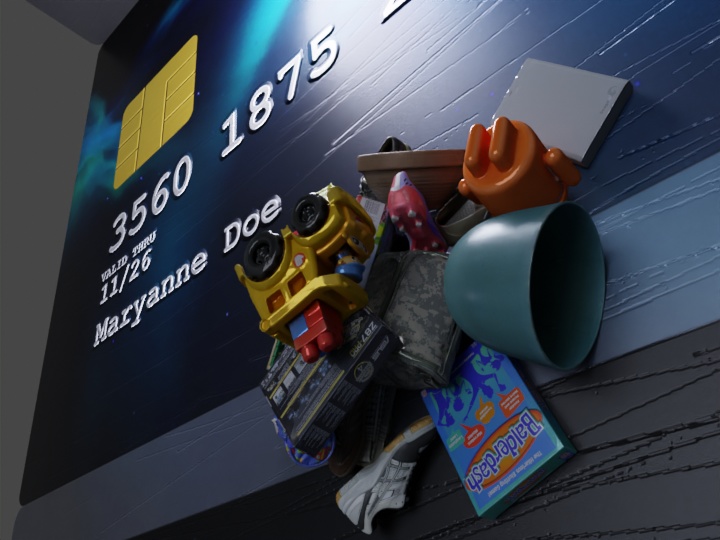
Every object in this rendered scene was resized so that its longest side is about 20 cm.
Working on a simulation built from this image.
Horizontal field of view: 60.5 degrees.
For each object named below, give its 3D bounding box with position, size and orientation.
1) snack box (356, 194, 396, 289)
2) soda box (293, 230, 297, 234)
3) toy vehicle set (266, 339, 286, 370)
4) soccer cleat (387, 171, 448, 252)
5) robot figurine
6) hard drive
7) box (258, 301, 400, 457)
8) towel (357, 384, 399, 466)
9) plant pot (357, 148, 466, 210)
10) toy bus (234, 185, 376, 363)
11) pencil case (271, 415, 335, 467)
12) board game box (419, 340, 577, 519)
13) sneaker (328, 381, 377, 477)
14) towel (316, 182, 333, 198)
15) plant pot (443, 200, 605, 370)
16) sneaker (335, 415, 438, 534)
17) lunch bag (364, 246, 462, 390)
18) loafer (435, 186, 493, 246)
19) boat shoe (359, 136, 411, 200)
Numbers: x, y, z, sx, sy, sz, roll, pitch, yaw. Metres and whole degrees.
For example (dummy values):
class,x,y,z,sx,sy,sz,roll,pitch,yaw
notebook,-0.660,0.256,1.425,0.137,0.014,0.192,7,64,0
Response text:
class,x,y,z,sx,sy,sz,roll,pitch,yaw
snack box,0.000,0.000,1.049,0.065,0.169,0.206,15,79,10
soda box,-0.121,0.002,1.194,0.069,0.064,0.203,-25,32,26
toy vehicle set,-0.105,0.099,1.186,0.122,0.026,0.206,-10,55,43
soccer cleat,0.094,-0.071,0.973,0.065,0.200,0.079,-10,60,22
robot figurine,0.218,-0.128,0.869,0.143,0.198,0.118,-41,42,16
hard drive,0.306,-0.253,0.969,0.199,0.026,0.134,37,98,48
box,-0.051,0.131,0.879,0.202,0.049,0.161,-54,33,0
towel,-0.016,0.224,1.057,0.196,0.034,0.199,-4,69,44
plant pot,0.092,-0.149,1.036,0.197,0.197,0.096,4,101,45
toy bus,-0.053,0.020,0.837,0.198,0.135,0.195,-38,50,13
pencil case,-0.095,0.253,0.992,0.200,0.084,0.081,165,103,-77
board game box,0.182,0.207,0.857,0.152,0.044,0.202,-46,45,19
sneaker,-0.027,0.224,0.995,0.069,0.074,0.207,7,79,47
towel,-0.070,-0.113,1.226,0.084,0.018,0.202,-25,34,0
plant pot,0.206,0.018,0.815,0.158,0.198,0.207,1,71,47
sneaker,0.056,0.308,0.930,0.200,0.075,0.088,-45,76,6
lunch bag,0.090,0.072,0.930,0.164,0.139,0.204,1,57,42
loafer,0.194,-0.119,0.985,0.202,0.067,0.076,-52,44,13
boat shoe,0.027,-0.158,1.172,0.071,0.065,0.205,30,94,45
